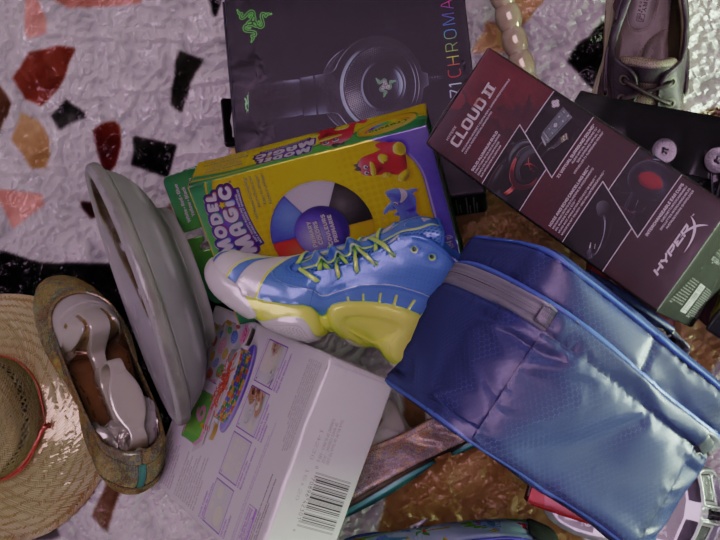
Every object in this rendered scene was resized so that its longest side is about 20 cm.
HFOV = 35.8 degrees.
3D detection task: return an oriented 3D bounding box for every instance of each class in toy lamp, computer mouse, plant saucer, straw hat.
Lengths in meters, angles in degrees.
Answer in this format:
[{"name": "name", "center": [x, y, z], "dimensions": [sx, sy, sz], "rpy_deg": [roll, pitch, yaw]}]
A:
[{"name": "toy lamp", "center": [0.124, -0.165, 0.862], "dimensions": [0.057, 0.058, 0.203], "rpy_deg": [-17, 93, 4]}, {"name": "computer mouse", "center": [0.231, 0.173, 0.829], "dimensions": [0.197, 0.044, 0.111], "rpy_deg": [12, 83, 8]}, {"name": "plant saucer", "center": [-0.148, 0.011, 0.822], "dimensions": [0.050, 0.200, 0.203], "rpy_deg": [-20, 82, -15]}, {"name": "straw hat", "center": [-0.296, 0.116, 0.875], "dimensions": [0.198, 0.085, 0.205], "rpy_deg": [-1, 84, 6]}]

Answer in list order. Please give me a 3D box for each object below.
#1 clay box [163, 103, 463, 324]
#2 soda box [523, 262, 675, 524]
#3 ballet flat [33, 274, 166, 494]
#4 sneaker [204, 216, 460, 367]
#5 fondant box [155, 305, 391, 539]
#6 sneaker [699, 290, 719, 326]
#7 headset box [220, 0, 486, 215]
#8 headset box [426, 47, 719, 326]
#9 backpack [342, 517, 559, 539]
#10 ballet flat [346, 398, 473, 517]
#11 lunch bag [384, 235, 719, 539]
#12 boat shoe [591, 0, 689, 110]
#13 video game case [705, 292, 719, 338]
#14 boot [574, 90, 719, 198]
[{"name": "clay box", "center": [-0.034, -0.034, 0.789], "dimensions": [0.197, 0.048, 0.116], "rpy_deg": [-14, 116, 9]}, {"name": "soda box", "center": [0.176, 0.078, 0.798], "dimensions": [0.069, 0.063, 0.203], "rpy_deg": [15, 83, 9]}, {"name": "ballet flat", "center": [-0.198, 0.073, 0.856], "dimensions": [0.070, 0.071, 0.202], "rpy_deg": [-29, 65, 3]}, {"name": "sneaker", "center": [0.000, 0.000, 0.748], "dimensions": [0.197, 0.076, 0.106], "rpy_deg": [19, 102, -13]}, {"name": "fondant box", "center": [-0.071, 0.117, 0.798], "dimensions": [0.058, 0.199, 0.146], "rpy_deg": [23, 87, -31]}, {"name": "sneaker", "center": [0.296, 0.041, 0.813], "dimensions": [0.074, 0.090, 0.201], "rpy_deg": [-33, 82, 2]}, {"name": "headset box", "center": [-0.009, -0.125, 0.864], "dimensions": [0.197, 0.093, 0.177], "rpy_deg": [-6, 83, 7]}, {"name": "headset box", "center": [0.143, -0.055, 0.718], "dimensions": [0.199, 0.148, 0.075], "rpy_deg": [39, 100, 24]}, {"name": "backpack", "center": [0.049, 0.270, 0.789], "dimensions": [0.197, 0.147, 0.186], "rpy_deg": [-2, 86, 2]}, {"name": "ballet flat", "center": [0.050, 0.120, 0.850], "dimensions": [0.198, 0.068, 0.068], "rpy_deg": [-26, 78, -7]}, {"name": "lunch bag", "center": [0.132, 0.070, 0.684], "dimensions": [0.199, 0.136, 0.133], "rpy_deg": [35, 87, -20]}, {"name": "boat shoe", "center": [0.216, -0.150, 0.854], "dimensions": [0.071, 0.065, 0.203], "rpy_deg": [6, 86, 5]}, {"name": "video game case", "center": [0.353, 0.036, 0.780], "dimensions": [0.199, 0.026, 0.181], "rpy_deg": [32, 43, 8]}, {"name": "boot", "center": [0.248, -0.104, 0.791], "dimensions": [0.198, 0.065, 0.167], "rpy_deg": [9, 81, 29]}]
